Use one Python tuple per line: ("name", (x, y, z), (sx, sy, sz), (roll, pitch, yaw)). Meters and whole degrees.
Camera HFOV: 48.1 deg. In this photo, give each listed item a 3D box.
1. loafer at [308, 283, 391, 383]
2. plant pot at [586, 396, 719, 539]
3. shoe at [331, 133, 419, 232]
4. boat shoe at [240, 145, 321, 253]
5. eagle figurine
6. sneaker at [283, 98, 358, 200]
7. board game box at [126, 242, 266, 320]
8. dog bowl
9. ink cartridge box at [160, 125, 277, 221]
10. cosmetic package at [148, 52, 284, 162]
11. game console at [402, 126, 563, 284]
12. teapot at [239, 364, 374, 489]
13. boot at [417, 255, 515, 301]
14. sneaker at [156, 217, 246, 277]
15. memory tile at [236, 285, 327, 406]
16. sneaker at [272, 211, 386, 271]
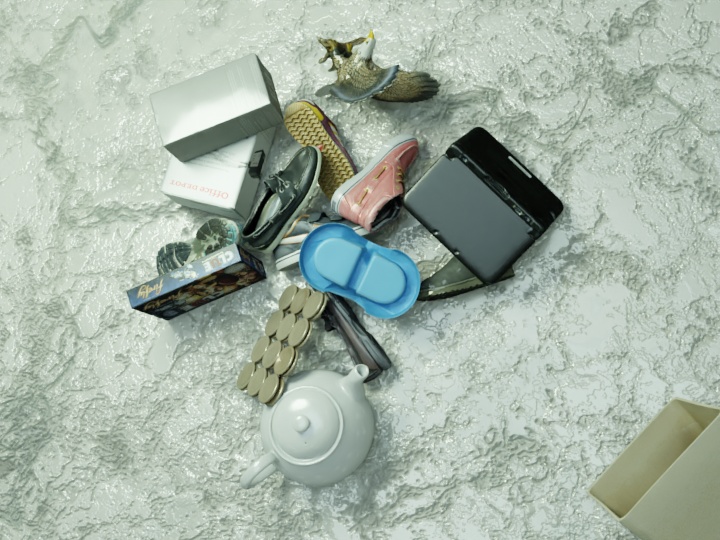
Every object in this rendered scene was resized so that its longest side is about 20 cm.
("loafer", (-0.031, 0.096, 1.330), (0.063, 0.072, 0.200), (-40, 76, 6))
("plant pot", (0.466, 0.316, 1.121), (0.177, 0.200, 0.200), (43, 89, 5))
("shoe", (0.050, -0.143, 1.337), (0.091, 0.072, 0.200), (34, 64, 28))
("boat shoe", (-0.137, -0.126, 1.342), (0.200, 0.066, 0.075), (-56, 44, 13))
("eagle figurine", (0.013, -0.332, 1.370), (0.152, 0.151, 0.200), (-40, 65, -10))
("sneaker", (-0.053, -0.208, 1.401), (0.075, 0.090, 0.200), (-25, 100, 23))
("board game box", (-0.272, 0.023, 1.361), (0.200, 0.135, 0.035), (-23, 74, 7))
("dog bowl", (0.000, 0.000, 1.290), (0.200, 0.050, 0.112), (25, 92, 4))
("ink cartridge box", (-0.248, -0.205, 1.432), (0.145, 0.084, 0.201), (14, 80, 13))
("cosmetic package", (-0.242, -0.272, 1.360), (0.199, 0.090, 0.107), (-19, 74, 9))
("game console", (0.200, -0.109, 1.301), (0.200, 0.176, 0.116), (44, 129, 4))
("teapot", (-0.080, 0.247, 1.266), (0.197, 0.146, 0.201), (2, 79, 13))
("boot", (0.150, -0.062, 1.324), (0.181, 0.073, 0.201), (-17, 81, -6))
("sneaker", (-0.271, -0.027, 1.407), (0.200, 0.086, 0.078), (-23, 81, 30))
("memory tile", (-0.128, 0.117, 1.315), (0.017, 0.153, 0.200), (33, 78, -27))
("sneaker", (-0.060, -0.066, 1.365), (0.199, 0.078, 0.080), (-19, 80, 9))
